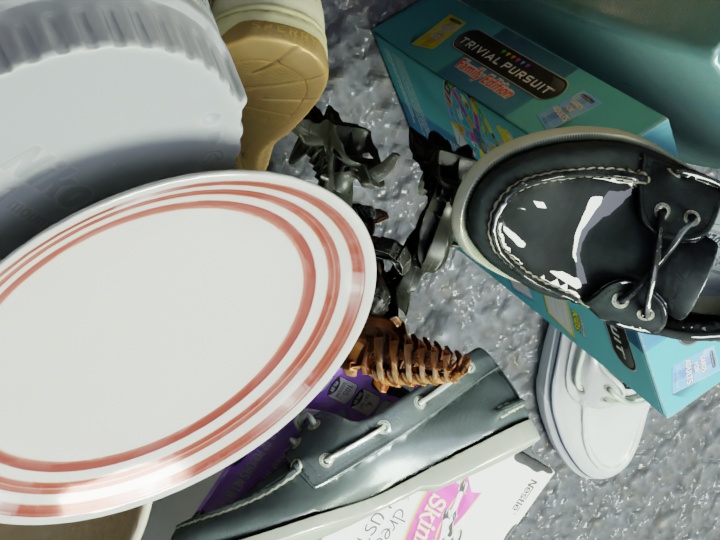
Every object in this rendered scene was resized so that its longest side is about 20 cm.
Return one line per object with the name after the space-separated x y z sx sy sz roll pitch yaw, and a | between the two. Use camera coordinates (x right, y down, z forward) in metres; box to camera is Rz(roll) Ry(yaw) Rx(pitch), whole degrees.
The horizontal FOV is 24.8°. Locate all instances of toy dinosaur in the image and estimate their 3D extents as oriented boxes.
0.000 0.000 0.773 0.102 0.200 0.136 2 113 -52 | toy dinosaur

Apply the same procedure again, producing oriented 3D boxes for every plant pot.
0.159 -0.140 0.796 0.141 0.200 0.141 -48 128 -1 | plant pot

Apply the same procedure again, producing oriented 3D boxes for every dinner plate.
-0.086 0.030 0.645 0.199 0.024 0.201 -22 144 -17 | dinner plate

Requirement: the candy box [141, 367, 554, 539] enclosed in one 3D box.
-0.016 0.129 0.914 0.200 0.072 0.168 29 97 -36 | candy box

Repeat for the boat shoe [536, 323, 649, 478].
0.148 0.051 0.971 0.073 0.067 0.201 -21 123 -19 | boat shoe

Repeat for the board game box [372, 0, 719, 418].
0.093 -0.038 0.810 0.047 0.200 0.151 -32 126 -12 | board game box

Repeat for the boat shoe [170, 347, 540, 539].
-0.009 0.097 0.833 0.199 0.073 0.062 -20 79 -11 | boat shoe

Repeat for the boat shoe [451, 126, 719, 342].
0.130 -0.006 0.679 0.199 0.066 0.075 17 106 -35 | boat shoe

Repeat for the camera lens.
-0.149 -0.104 0.622 0.159 0.201 0.160 -22 151 -13 | camera lens

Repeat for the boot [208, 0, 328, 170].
-0.068 -0.124 0.742 0.072 0.200 0.156 11 67 -21 | boot

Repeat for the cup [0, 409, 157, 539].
-0.209 0.071 0.728 0.199 0.143 0.201 -13 119 -24 | cup
